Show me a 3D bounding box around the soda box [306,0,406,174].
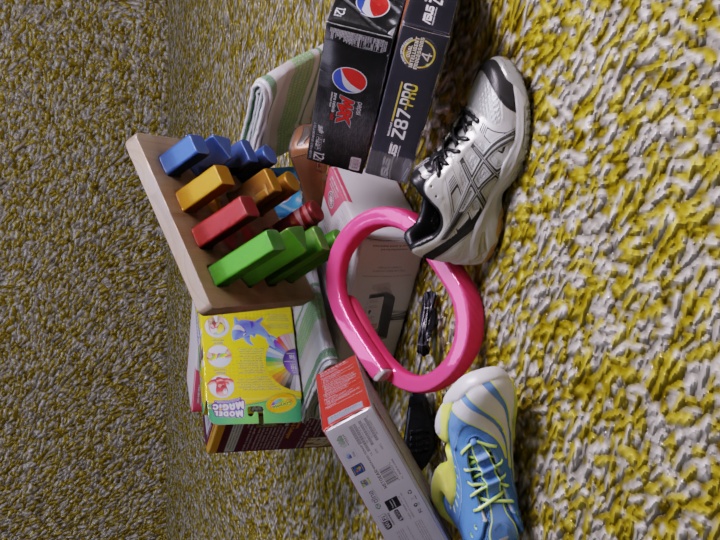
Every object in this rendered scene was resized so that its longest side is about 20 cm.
[{"bbox_3d":[-0.006,-0.186,0.965,0.200,0.063,0.071,106,180,-58],"label":"soda box"}]

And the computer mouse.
[{"bbox_3d":[0.070,0.121,1.059,0.059,0.034,0.200,-57,-26,-83],"label":"computer mouse"}]

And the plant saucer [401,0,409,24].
[{"bbox_3d":[0.041,-0.346,1.121,0.200,0.032,0.200,180,90,-71],"label":"plant saucer"}]

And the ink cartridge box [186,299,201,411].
[{"bbox_3d":[-0.139,0.119,1.407,0.084,0.200,0.145,-116,31,-57],"label":"ink cartridge box"}]

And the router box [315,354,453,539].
[{"bbox_3d":[0.028,0.196,0.947,0.200,0.049,0.180,61,180,-10],"label":"router box"}]

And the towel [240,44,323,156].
[{"bbox_3d":[-0.067,-0.207,1.218,0.031,0.200,0.149,40,139,16],"label":"towel"}]

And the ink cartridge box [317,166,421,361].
[{"bbox_3d":[0.000,0.000,1.169,0.146,0.085,0.200,-112,30,-48],"label":"ink cartridge box"}]

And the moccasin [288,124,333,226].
[{"bbox_3d":[-0.029,-0.105,1.228,0.201,0.078,0.074,77,-154,-52],"label":"moccasin"}]

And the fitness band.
[{"bbox_3d":[0.040,0.028,0.995,0.144,0.037,0.200,-47,61,27],"label":"fitness band"}]

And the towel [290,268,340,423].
[{"bbox_3d":[-0.062,0.064,1.198,0.149,0.031,0.200,114,151,-50],"label":"towel"}]

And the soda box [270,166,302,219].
[{"bbox_3d":[-0.124,-0.069,1.326,0.200,0.064,0.068,125,138,-68],"label":"soda box"}]

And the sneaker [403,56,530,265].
[{"bbox_3d":[0.091,-0.094,0.893,0.076,0.088,0.200,-122,37,-60],"label":"sneaker"}]

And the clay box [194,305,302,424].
[{"bbox_3d":[-0.137,0.098,1.194,0.048,0.115,0.200,117,149,-56],"label":"clay box"}]

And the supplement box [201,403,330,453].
[{"bbox_3d":[-0.096,0.170,1.275,0.110,0.200,0.086,115,150,-51],"label":"supplement box"}]

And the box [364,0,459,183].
[{"bbox_3d":[0.056,-0.205,0.945,0.200,0.049,0.161,-75,-1,-48],"label":"box"}]

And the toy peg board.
[{"bbox_3d":[-0.114,-0.067,1.048,0.098,0.200,0.199,-30,78,25],"label":"toy peg board"}]

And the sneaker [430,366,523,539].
[{"bbox_3d":[0.116,0.176,0.865,0.200,0.076,0.105,91,156,-44],"label":"sneaker"}]
